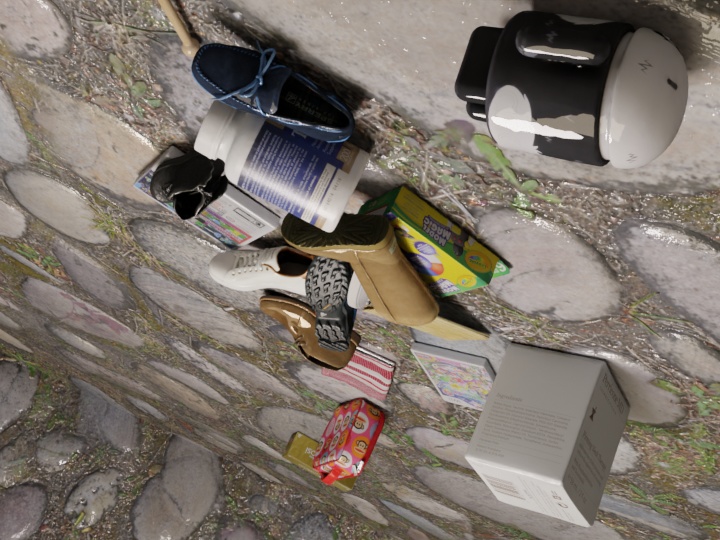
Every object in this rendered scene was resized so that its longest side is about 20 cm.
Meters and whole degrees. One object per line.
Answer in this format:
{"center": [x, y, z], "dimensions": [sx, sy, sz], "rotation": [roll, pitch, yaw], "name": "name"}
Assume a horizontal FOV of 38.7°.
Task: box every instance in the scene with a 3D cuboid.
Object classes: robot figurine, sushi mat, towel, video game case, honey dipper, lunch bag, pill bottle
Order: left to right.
{"center": [-0.221, -0.303, 1.136], "dimensions": [0.037, 0.038, 0.201], "rotation": [16, 156, 22], "name": "honey dipper"}
{"center": [-0.242, -0.107, 1.594], "dimensions": [0.199, 0.023, 0.182], "rotation": [34, 156, -19], "name": "video game case"}
{"center": [-0.098, -0.139, 1.257], "dimensions": [0.198, 0.112, 0.111], "rotation": [27, 157, -4], "name": "pill bottle"}
{"center": [-0.033, 0.375, 2.198], "dimensions": [0.081, 0.178, 0.200], "rotation": [30, 157, -12], "name": "lunch bag"}
{"center": [-0.007, 0.190, 1.979], "dimensions": [0.142, 0.023, 0.201], "rotation": [23, 157, 6], "name": "towel"}
{"center": [0.102, 0.079, 1.563], "dimensions": [0.198, 0.012, 0.095], "rotation": [21, 163, -39], "name": "sushi mat"}
{"center": [0.181, 0.193, 1.792], "dimensions": [0.141, 0.018, 0.201], "rotation": [11, 153, 31], "name": "video game case"}
{"center": [0.186, -0.162, 0.903], "dimensions": [0.197, 0.150, 0.127], "rotation": [15, 118, 26], "name": "robot figurine"}

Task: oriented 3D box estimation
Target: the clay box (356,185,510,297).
{"center": [0.095, -0.028, 1.374], "dimensions": [0.199, 0.048, 0.114], "rotation": [36, 156, -19], "name": "clay box"}

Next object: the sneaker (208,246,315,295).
{"center": [-0.153, -0.015, 1.637], "dimensions": [0.196, 0.074, 0.085], "rotation": [4, 148, 12], "name": "sneaker"}

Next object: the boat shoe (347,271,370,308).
{"center": [0.027, 0.007, 1.507], "dimensions": [0.068, 0.073, 0.201], "rotation": [24, 148, 4], "name": "boat shoe"}

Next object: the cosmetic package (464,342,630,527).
{"center": [0.287, 0.248, 1.559], "dimensions": [0.164, 0.202, 0.168], "rotation": [9, 152, 35], "name": "cosmetic package"}

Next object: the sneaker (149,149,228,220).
{"center": [-0.248, -0.114, 1.443], "dimensions": [0.198, 0.105, 0.060], "rotation": [-22, 128, 40], "name": "sneaker"}

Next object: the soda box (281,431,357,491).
{"center": [-0.102, 0.500, 2.674], "dimensions": [0.198, 0.068, 0.064], "rotation": [30, 158, -9], "name": "soda box"}

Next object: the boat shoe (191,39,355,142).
{"center": [-0.092, -0.210, 1.157], "dimensions": [0.197, 0.086, 0.069], "rotation": [16, 178, -13], "name": "boat shoe"}

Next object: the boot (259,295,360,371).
{"center": [-0.101, 0.111, 1.842], "dimensions": [0.198, 0.076, 0.074], "rotation": [28, 159, -1], "name": "boot"}

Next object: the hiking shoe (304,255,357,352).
{"center": [-0.043, 0.030, 1.609], "dimensions": [0.073, 0.087, 0.202], "rotation": [9, 131, 9], "name": "hiking shoe"}

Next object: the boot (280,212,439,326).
{"center": [0.000, 0.000, 1.389], "dimensions": [0.173, 0.067, 0.201], "rotation": [12, 153, 30], "name": "boot"}
